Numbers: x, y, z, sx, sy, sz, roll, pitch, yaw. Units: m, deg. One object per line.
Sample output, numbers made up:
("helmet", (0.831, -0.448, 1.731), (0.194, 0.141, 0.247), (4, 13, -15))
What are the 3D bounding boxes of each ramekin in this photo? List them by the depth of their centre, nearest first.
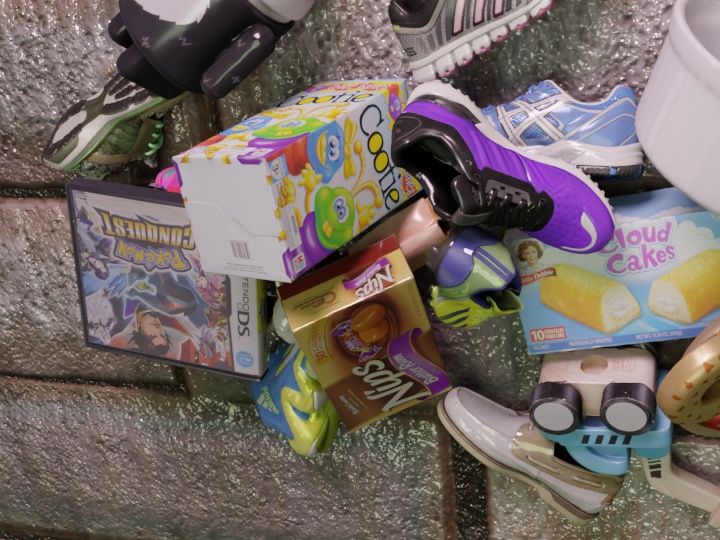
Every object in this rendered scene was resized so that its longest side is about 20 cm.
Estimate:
("ramekin", (0.299, -0.111, 0.704), (0.198, 0.201, 0.098), (25, 130, 6))

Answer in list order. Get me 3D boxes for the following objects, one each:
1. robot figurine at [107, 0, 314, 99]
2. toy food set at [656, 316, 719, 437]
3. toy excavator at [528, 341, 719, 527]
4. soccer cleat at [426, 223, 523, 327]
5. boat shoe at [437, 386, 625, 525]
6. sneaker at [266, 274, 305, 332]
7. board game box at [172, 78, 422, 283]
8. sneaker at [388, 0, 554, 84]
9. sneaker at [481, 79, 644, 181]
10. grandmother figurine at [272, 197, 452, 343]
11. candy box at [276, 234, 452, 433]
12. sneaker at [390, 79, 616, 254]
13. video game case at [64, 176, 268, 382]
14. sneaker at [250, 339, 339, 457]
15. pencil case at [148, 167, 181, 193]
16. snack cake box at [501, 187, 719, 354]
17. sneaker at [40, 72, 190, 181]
("robot figurine", (-0.127, -0.234, 0.833), (0.199, 0.125, 0.151), (-32, 100, 24))
("toy food set", (0.352, 0.081, 0.811), (0.197, 0.049, 0.200), (-35, 132, 18))
("toy excavator", (0.265, 0.157, 0.919), (0.192, 0.100, 0.202), (-2, 128, 22))
("soccer cleat", (0.105, 0.021, 0.853), (0.083, 0.200, 0.065), (36, 80, 18))
("boat shoe", (0.171, 0.169, 0.966), (0.199, 0.075, 0.069), (33, 119, -8))
("sneaker", (-0.086, -0.026, 0.957), (0.077, 0.079, 0.203), (13, 118, 15))
("board game box", (-0.045, -0.083, 0.827), (0.104, 0.200, 0.104), (6, 119, 36))
("sneaker", (0.099, -0.234, 0.783), (0.199, 0.074, 0.088), (-30, 109, 35))
("sneaker", (0.145, -0.121, 0.836), (0.197, 0.076, 0.078), (6, 92, 20))
("grandmother figurine", (0.000, 0.000, 0.908), (0.199, 0.061, 0.122), (-34, 109, 9))
("candy box", (0.009, 0.066, 0.902), (0.115, 0.057, 0.201), (-23, 141, -1))
("sneaker", (0.105, -0.059, 0.768), (0.199, 0.100, 0.070), (33, 134, 2))
("video game case", (-0.185, 0.011, 0.944), (0.197, 0.026, 0.183), (9, 119, 13))
("sneaker", (-0.069, 0.094, 1.013), (0.104, 0.076, 0.203), (17, 110, 25))
("pencil case", (-0.179, -0.009, 0.992), (0.087, 0.089, 0.202), (20, 123, 10))
("snack cake box", (0.235, -0.002, 0.854), (0.197, 0.067, 0.116), (-9, 113, 24))
("sneaker", (-0.222, -0.145, 0.968), (0.198, 0.078, 0.088), (-24, 137, 27))
